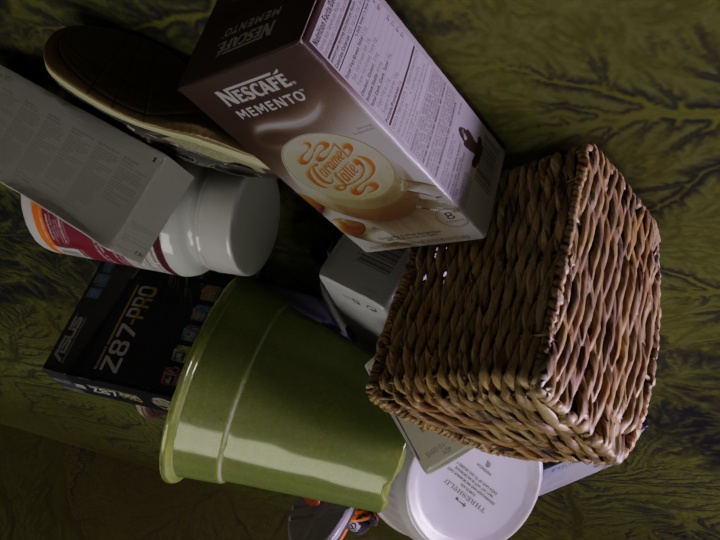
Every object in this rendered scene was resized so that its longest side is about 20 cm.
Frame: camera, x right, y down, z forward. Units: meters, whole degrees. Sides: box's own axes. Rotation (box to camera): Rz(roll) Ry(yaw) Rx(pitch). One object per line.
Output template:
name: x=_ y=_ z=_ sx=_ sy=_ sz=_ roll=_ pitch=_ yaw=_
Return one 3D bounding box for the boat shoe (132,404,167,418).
boat shoe: x=-0.240 y=0.067 z=0.899 sx=0.075 sy=0.203 sz=0.075 roll=14 pitch=-174 yaw=39

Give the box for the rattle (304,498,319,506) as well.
rattle: x=-0.112 y=0.182 z=0.895 sx=0.142 sy=0.201 sz=0.130 roll=-2 pitch=142 yaw=3

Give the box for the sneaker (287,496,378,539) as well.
sneaker: x=-0.018 y=0.279 z=0.888 sx=0.077 sy=0.200 sz=0.112 roll=-10 pitch=116 yaw=20

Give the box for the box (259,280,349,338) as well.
box: x=-0.094 y=0.073 z=0.855 sx=0.199 sy=0.117 sz=0.060 roll=15 pitch=121 yaw=-2

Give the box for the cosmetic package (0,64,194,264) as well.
cosmetic package: x=-0.234 y=-0.088 z=0.608 sx=0.200 sy=0.083 sz=0.051 roll=29 pitch=177 yaw=21

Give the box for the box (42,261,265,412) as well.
box: x=-0.198 y=0.036 z=0.773 sx=0.161 sy=0.201 sz=0.049 roll=8 pitch=148 yaw=22

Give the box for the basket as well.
basket: x=0.121 y=0.033 z=0.560 sx=0.149 sy=0.201 sz=0.143 roll=-12 pitch=140 yaw=44

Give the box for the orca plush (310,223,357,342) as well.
orca plush: x=0.000 y=0.000 z=0.766 sx=0.105 sy=0.071 sz=0.200 roll=56 pitch=166 yaw=33

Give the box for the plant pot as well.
plant pot: x=-0.047 y=0.124 z=0.688 sx=0.189 sy=0.201 sz=0.200 roll=18 pitch=155 yaw=6

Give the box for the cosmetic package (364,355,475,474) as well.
cosmetic package: x=0.109 y=0.083 z=0.654 sx=0.200 sy=0.105 sz=0.071 roll=-11 pitch=156 yaw=-48

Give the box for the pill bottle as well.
pill bottle: x=-0.180 y=-0.057 z=0.673 sx=0.199 sy=0.115 sz=0.114 roll=9 pitch=154 yaw=17

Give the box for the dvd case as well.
dvd case: x=0.293 y=0.251 z=1.015 sx=0.142 sy=0.018 sz=0.200 roll=-20 pitch=152 yaw=-4

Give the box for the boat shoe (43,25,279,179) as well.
boat shoe: x=-0.138 y=-0.115 z=0.578 sx=0.199 sy=0.073 sz=0.065 roll=23 pitch=149 yaw=-12

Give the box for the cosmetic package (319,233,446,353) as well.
cosmetic package: x=0.041 y=0.027 z=0.702 sx=0.074 sy=0.102 sz=0.200 roll=26 pitch=159 yaw=27

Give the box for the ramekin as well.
ramekin: x=0.107 y=0.215 z=0.846 sx=0.202 sy=0.203 sz=0.094 roll=26 pitch=178 yaw=-18

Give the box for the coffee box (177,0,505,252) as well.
coffee box: x=-0.005 y=-0.099 z=0.513 sx=0.114 sy=0.080 sz=0.200 roll=-7 pitch=146 yaw=41
